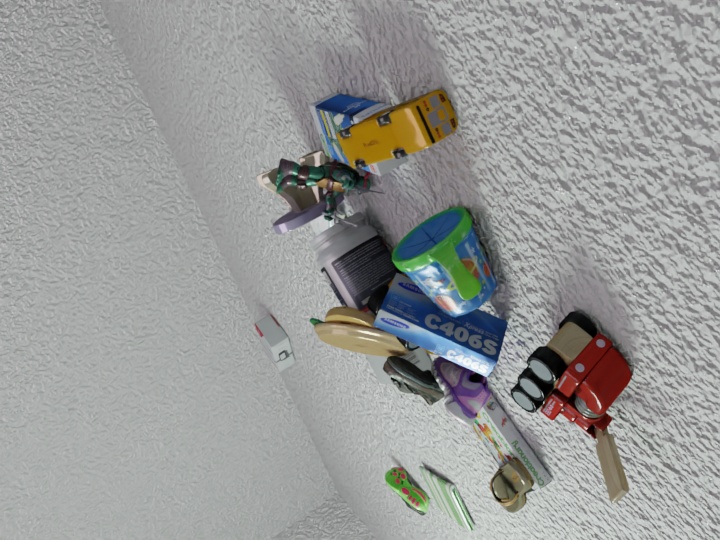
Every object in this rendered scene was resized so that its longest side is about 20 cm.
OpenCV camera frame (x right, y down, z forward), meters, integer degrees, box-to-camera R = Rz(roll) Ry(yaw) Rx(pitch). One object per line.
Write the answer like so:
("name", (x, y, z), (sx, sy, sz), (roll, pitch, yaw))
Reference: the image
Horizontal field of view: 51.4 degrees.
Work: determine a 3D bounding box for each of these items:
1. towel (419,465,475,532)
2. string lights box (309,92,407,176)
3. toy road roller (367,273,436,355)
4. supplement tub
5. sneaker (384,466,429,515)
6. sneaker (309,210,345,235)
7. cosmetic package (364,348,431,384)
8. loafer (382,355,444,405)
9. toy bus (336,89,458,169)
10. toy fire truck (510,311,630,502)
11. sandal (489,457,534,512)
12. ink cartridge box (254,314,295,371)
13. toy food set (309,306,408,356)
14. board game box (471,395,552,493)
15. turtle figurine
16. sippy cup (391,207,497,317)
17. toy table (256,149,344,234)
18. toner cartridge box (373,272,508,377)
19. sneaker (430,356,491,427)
("towel", (0.237, 0.625, 2.058), (0.153, 0.023, 0.200), (63, 164, -10))
("string lights box", (-0.007, -0.235, 1.271), (0.200, 0.059, 0.103), (32, 146, 56))
("toy road roller", (0.126, 0.060, 1.334), (0.200, 0.146, 0.123), (21, -159, -51))
("supplement tub", (0.000, 0.000, 1.500), (0.201, 0.140, 0.140), (59, 163, 2))
("sneaker", (0.142, 0.697, 2.350), (0.200, 0.076, 0.084), (42, 152, 48))
("sneaker", (-0.048, -0.059, 1.664), (0.080, 0.071, 0.201), (16, 144, 37))
("cosmetic package", (0.079, 0.196, 1.703), (0.113, 0.081, 0.200), (61, 164, -5))
("loafer", (0.104, 0.221, 1.439), (0.200, 0.063, 0.072), (28, -165, -46))
("toy bus", (0.046, -0.202, 1.088), (0.200, 0.078, 0.065), (-2, 119, 59))
("toy fire truck", (0.309, 0.187, 1.004), (0.200, 0.129, 0.176), (40, 156, 19))
("sandal", (0.278, 0.414, 1.421), (0.080, 0.054, 0.200), (50, 160, 25))
("ink cartridge box", (-0.350, 0.300, 3.066), (0.145, 0.083, 0.200), (48, 160, 32))
("toy food set", (0.004, 0.119, 1.404), (0.198, 0.199, 0.049), (-20, 56, 62))
("board game box", (0.278, 0.335, 1.446), (0.200, 0.035, 0.126), (55, 161, 15))
("turtle figurine", (-0.055, -0.157, 1.391), (0.150, 0.199, 0.101), (105, 176, -59))
("sippy cup", (0.138, -0.006, 1.145), (0.139, 0.178, 0.131), (-22, 113, 36))
("toy table", (-0.121, -0.165, 1.517), (0.118, 0.183, 0.200), (67, -156, -12))
("toner cartridge box", (0.129, 0.085, 1.192), (0.199, 0.095, 0.043), (24, 132, 4))
("sneaker", (0.196, 0.208, 1.413), (0.080, 0.089, 0.200), (36, -166, -19))
